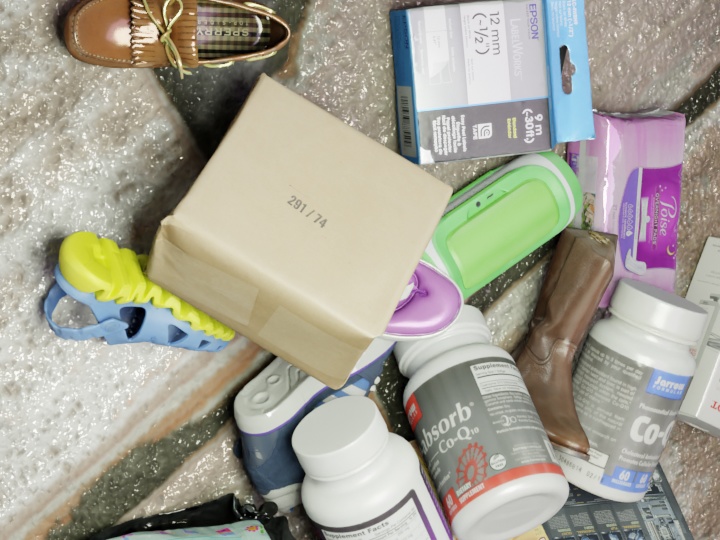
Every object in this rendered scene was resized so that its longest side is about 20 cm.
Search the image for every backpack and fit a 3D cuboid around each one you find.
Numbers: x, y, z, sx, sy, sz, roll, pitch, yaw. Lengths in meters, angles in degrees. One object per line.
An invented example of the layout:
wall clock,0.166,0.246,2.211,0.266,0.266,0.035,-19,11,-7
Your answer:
backpack,-0.156,0.292,1.415,0.198,0.126,0.169,3,106,-27

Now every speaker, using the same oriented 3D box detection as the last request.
speaker,0.120,-0.038,1.565,0.199,0.088,0.089,-34,116,-24

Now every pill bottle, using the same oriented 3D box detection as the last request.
pill bottle,0.266,0.117,1.609,0.113,0.114,0.202,13,103,-34
pill bottle,0.106,0.142,1.502,0.115,0.201,0.116,-17,150,-10
pill bottle,0.013,0.216,1.441,0.111,0.111,0.201,-36,119,-23

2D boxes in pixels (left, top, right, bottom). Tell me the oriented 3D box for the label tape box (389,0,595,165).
label tape box,0.133,-0.182,1.519,0.198,0.066,0.145,-7,98,-12

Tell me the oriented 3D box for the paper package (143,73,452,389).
paper package,-0.051,-0.034,1.363,0.199,0.104,0.192,31,54,-3

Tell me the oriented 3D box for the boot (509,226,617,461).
boot,0.209,0.063,1.564,0.064,0.186,0.202,21,102,-29

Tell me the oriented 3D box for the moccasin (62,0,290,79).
moccasin,-0.152,-0.199,1.355,0.200,0.077,0.075,2,98,-34

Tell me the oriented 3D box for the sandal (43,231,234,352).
sandal,-0.194,0.031,1.385,0.199,0.080,0.087,23,121,-41

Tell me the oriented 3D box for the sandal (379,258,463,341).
sandal,-0.002,0.007,1.458,0.201,0.050,0.083,20,79,-3

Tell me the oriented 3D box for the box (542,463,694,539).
box,0.249,0.265,1.674,0.198,0.159,0.051,0,144,-33

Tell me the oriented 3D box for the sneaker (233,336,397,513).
sneaker,-0.028,0.137,1.512,0.199,0.080,0.148,-37,128,-29

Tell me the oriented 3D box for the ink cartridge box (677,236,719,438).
ink cartridge box,0.422,0.084,1.789,0.146,0.082,0.202,24,85,-34

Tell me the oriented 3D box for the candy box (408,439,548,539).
candy box,0.114,0.251,1.560,0.115,0.055,0.202,-14,73,-42

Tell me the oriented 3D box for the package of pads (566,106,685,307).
package of pads,0.270,-0.067,1.664,0.119,0.075,0.203,-4,102,-31

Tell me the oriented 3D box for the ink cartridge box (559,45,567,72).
ink cartridge box,0.159,-0.225,1.586,0.094,0.037,0.202,10,92,-34
